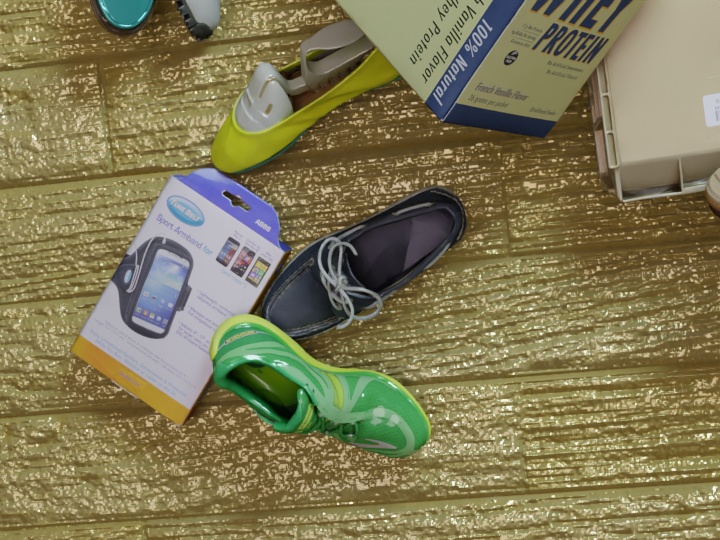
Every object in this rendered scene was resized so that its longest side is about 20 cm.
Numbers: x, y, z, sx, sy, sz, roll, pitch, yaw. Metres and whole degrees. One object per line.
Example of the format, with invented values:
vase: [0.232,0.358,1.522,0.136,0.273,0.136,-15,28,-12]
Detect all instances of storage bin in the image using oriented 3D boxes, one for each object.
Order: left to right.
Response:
storage bin: [0.275,-0.167,0.921,0.196,0.094,0.202,-8,95,8]

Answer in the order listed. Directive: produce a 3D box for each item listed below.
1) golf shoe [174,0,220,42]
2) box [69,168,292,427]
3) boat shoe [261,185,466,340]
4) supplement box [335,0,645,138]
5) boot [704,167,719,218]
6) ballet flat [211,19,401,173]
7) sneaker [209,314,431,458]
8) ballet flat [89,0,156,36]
golf shoe: [-0.125,-0.291,0.972,0.086,0.077,0.204,-6,95,1]
box: [-0.147,0.015,1.022,0.118,0.041,0.202,33,96,3]
boat shoe: [0.000,0.000,0.988,0.198,0.062,0.076,-27,97,10]
supplement box: [0.093,-0.239,0.854,0.200,0.133,0.201,51,121,28]
boot: [0.341,-0.007,0.895,0.196,0.073,0.168,-2,132,-4]
ballet flat: [-0.047,-0.153,0.973,0.198,0.067,0.067,-29,57,7]
sneaker: [-0.037,0.111,0.980,0.198,0.084,0.075,25,121,-9]
ballet flat: [-0.206,-0.288,0.984,0.067,0.072,0.204,-7,91,-29]
